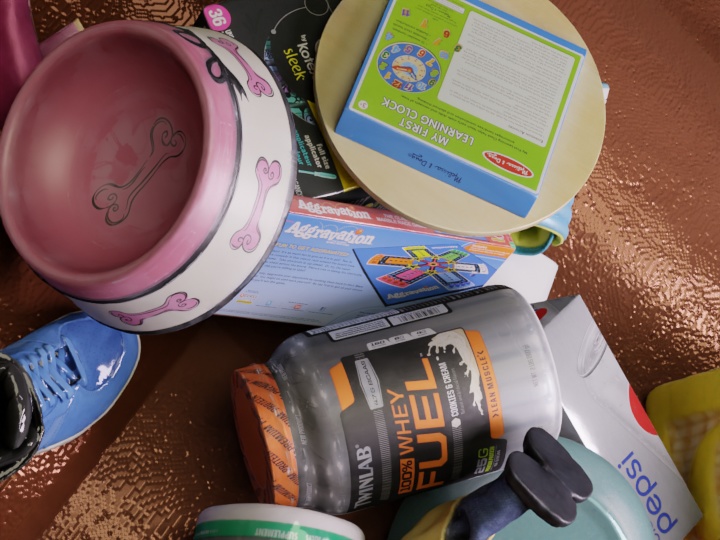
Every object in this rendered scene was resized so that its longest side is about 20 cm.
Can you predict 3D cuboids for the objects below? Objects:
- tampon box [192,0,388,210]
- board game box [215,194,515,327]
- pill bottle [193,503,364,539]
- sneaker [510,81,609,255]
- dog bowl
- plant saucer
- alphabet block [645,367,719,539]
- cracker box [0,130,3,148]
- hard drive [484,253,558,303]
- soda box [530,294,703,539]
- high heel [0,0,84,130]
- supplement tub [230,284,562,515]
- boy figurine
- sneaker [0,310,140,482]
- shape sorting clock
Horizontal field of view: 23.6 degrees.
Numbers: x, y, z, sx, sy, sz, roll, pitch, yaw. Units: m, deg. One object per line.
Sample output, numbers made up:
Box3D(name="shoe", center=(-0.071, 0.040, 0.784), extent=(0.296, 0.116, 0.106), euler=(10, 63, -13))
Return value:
Box3D(name="tampon box", center=(-0.013, -0.112, 1.194), extent=(0.199, 0.126, 0.151), euler=(-20, 78, -28))
Box3D(name="board game box", center=(0.000, 0.000, 1.148), extent=(0.199, 0.103, 0.020), euler=(8, 46, -38))
Box3D(name="pill bottle", center=(-0.061, 0.256, 1.083), extent=(0.112, 0.113, 0.202), euler=(15, 69, -24))
Box3D(name="sneaker", center=(0.134, -0.083, 1.299), extent=(0.079, 0.200, 0.132), euler=(13, 104, 13))
Box3D(name="dog bowl", center=(-0.141, -0.065, 1.069), extent=(0.074, 0.199, 0.202), euler=(21, 61, -60))
Box3D(name="plant saucer", center=(0.115, 0.213, 1.190), extent=(0.198, 0.036, 0.202), euler=(0, 89, -6))
Box3D(name="alphabet block", center=(0.357, 0.165, 1.289), extent=(0.199, 0.196, 0.197), euler=(3, 73, -28))
Box3D(name="cracker box", center=(-0.325, -0.035, 1.057), extent=(0.134, 0.058, 0.201), euler=(34, 61, -15))
Box3D(name="hard drive", center=(0.059, 0.050, 1.259), extent=(0.131, 0.027, 0.201), euler=(31, 64, -17))
Box3D(name="soda box", center=(0.167, 0.120, 1.257), extent=(0.068, 0.063, 0.201), euler=(-39, 105, -33))
Box3D(name="high heel", center=(-0.261, -0.187, 1.139), extent=(0.096, 0.067, 0.201), euler=(-35, 99, -25))
Box3D(name="supplement tub", center=(0.022, 0.088, 1.137), extent=(0.199, 0.123, 0.123), euler=(-14, 82, -15))
Box3D(name="boy figurine", center=(0.055, 0.186, 1.105), extent=(0.064, 0.200, 0.124), euler=(45, 27, 3))
Box3D(name="sneaker", center=(-0.204, 0.077, 1.058), extent=(0.199, 0.111, 0.077), euler=(-29, 90, -32))
Box3D(name="shape sorting clock", center=(0.066, -0.115, 1.132), extent=(0.198, 0.039, 0.201), euler=(7, 63, -14))
